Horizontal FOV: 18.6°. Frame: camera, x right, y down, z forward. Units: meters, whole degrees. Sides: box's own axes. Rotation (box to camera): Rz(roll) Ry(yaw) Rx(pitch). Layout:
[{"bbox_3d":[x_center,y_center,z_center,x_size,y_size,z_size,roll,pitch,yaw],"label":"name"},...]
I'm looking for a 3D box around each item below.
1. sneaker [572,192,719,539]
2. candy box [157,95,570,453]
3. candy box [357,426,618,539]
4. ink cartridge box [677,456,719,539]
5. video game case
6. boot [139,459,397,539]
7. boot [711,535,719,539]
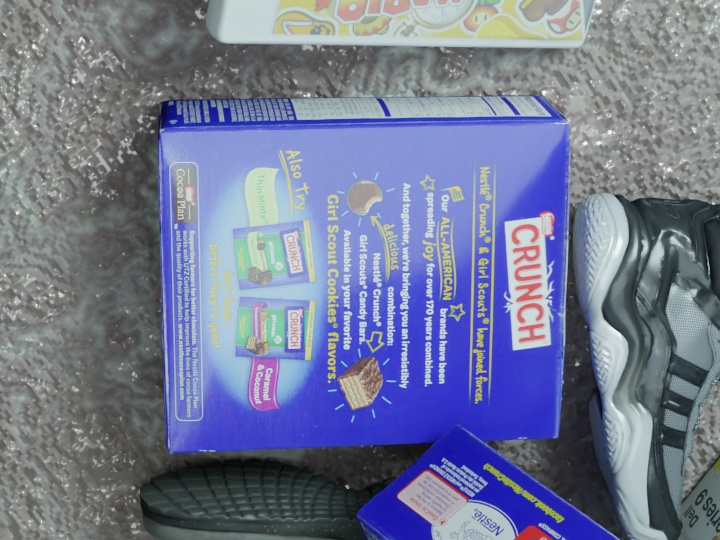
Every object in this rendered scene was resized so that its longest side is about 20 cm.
[{"bbox_3d":[0.175,0.052,1.133,0.113,0.076,0.201,-9,107,0],"label":"sneaker"},{"bbox_3d":[0.000,0.000,1.099,0.199,0.077,0.170,-1,108,-5],"label":"candy box"},{"bbox_3d":[0.099,0.198,1.072,0.077,0.169,0.200,-39,132,-17],"label":"candy box"},{"bbox_3d":[0.244,0.130,1.131,0.087,0.145,0.200,32,103,-15],"label":"ink cartridge box"},{"bbox_3d":[0.038,-0.188,1.014,0.199,0.023,0.182,-2,124,-26],"label":"video game case"},{"bbox_3d":[-0.023,0.175,1.159,0.199,0.070,0.132,7,110,-8],"label":"boot"},{"bbox_3d":[0.272,0.141,1.031,0.201,0.071,0.144,40,94,-19],"label":"boot"}]
